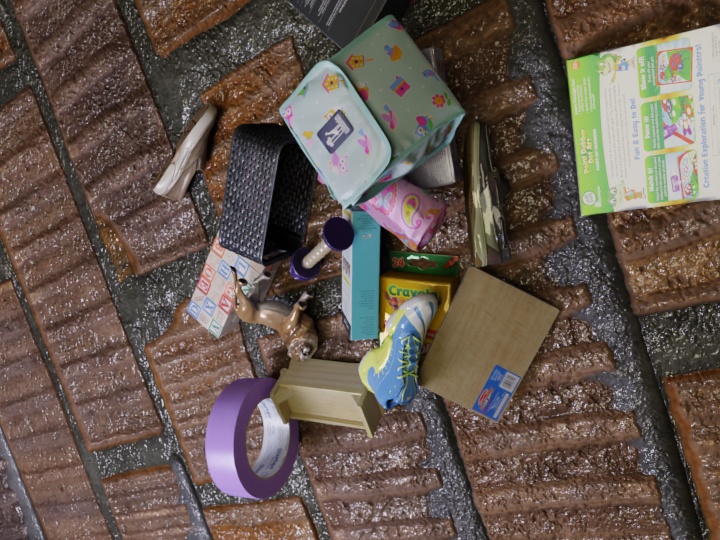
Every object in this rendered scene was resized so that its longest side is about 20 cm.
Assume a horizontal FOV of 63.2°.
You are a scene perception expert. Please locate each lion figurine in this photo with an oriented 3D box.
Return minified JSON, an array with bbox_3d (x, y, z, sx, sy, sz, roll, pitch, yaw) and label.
[{"bbox_3d":[-0.155,0.077,1.028,0.196,0.073,0.124,28,124,-3],"label":"lion figurine"}]

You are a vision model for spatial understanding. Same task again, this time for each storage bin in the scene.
[{"bbox_3d":[-0.148,-0.127,0.958,0.092,0.135,0.206,21,112,19],"label":"storage bin"}]

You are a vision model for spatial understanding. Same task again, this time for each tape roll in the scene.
[{"bbox_3d":[-0.189,0.298,1.051,0.064,0.199,0.207,-6,101,26],"label":"tape roll"}]

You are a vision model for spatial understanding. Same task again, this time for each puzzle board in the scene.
[{"bbox_3d":[0.186,0.113,0.884,0.147,0.017,0.205,24,105,-2],"label":"puzzle board"}]

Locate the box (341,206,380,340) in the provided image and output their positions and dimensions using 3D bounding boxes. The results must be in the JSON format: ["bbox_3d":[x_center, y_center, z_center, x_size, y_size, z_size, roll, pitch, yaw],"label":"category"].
[{"bbox_3d":[0.000,0.000,0.941,0.047,0.082,0.207,-3,105,-12],"label":"box"}]

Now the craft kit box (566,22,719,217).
[{"bbox_3d":[0.369,-0.182,0.736,0.192,0.048,0.207,-5,101,25],"label":"craft kit box"}]

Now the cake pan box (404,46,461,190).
[{"bbox_3d":[0.051,-0.210,0.886,0.179,0.052,0.207,-8,99,30],"label":"cake pan box"}]

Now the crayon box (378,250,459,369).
[{"bbox_3d":[0.092,0.077,0.937,0.123,0.051,0.207,4,104,26],"label":"crayon box"}]

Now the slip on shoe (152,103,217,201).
[{"bbox_3d":[-0.306,-0.210,1.066,0.060,0.077,0.201,29,112,-27],"label":"slip on shoe"}]

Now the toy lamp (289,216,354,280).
[{"bbox_3d":[-0.071,-0.028,0.947,0.059,0.057,0.199,57,150,3],"label":"toy lamp"}]

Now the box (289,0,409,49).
[{"bbox_3d":[0.008,-0.428,0.836,0.141,0.078,0.202,43,117,14],"label":"box"}]

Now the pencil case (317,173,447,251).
[{"bbox_3d":[0.032,-0.115,0.849,0.198,0.087,0.089,38,116,13],"label":"pencil case"}]

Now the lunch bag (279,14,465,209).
[{"bbox_3d":[0.011,-0.199,0.770,0.198,0.122,0.172,-35,83,-10],"label":"lunch bag"}]

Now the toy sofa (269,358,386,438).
[{"bbox_3d":[-0.054,0.221,1.041,0.194,0.099,0.085,0,128,26],"label":"toy sofa"}]

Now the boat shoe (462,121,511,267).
[{"bbox_3d":[0.183,-0.110,0.839,0.062,0.073,0.207,-3,95,1],"label":"boat shoe"}]

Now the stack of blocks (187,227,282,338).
[{"bbox_3d":[-0.234,0.024,1.085,0.114,0.058,0.203,36,116,14],"label":"stack of blocks"}]

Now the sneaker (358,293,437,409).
[{"bbox_3d":[0.072,0.131,0.876,0.107,0.074,0.202,60,136,33],"label":"sneaker"}]
